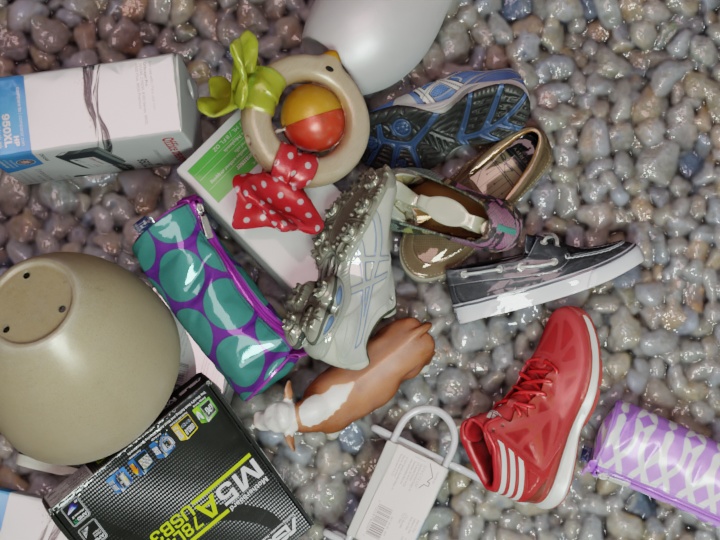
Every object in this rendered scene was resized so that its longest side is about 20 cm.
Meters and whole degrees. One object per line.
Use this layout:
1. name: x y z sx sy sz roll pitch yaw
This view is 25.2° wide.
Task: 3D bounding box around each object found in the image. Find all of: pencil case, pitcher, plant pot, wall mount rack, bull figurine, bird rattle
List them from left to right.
1. plant pot: -0.281 0.061 1.505 0.198 0.135 0.202 -6 59 11
2. pencil case: -0.136 0.024 1.557 0.092 0.085 0.201 -41 84 35
3. bird rattle: -0.063 -0.134 1.544 0.162 0.113 0.202 -20 78 -21
4. bull figurine: -0.009 0.115 1.587 0.199 0.121 0.066 -31 80 -2
5. pitcher: 0.019 -0.288 1.660 0.171 0.122 0.200 37 74 29
6. wall mount rack: 0.064 0.242 1.591 0.172 0.075 0.202 25 84 10
7. pencil case: 0.316 0.199 1.572 0.198 0.084 0.086 22 49 8

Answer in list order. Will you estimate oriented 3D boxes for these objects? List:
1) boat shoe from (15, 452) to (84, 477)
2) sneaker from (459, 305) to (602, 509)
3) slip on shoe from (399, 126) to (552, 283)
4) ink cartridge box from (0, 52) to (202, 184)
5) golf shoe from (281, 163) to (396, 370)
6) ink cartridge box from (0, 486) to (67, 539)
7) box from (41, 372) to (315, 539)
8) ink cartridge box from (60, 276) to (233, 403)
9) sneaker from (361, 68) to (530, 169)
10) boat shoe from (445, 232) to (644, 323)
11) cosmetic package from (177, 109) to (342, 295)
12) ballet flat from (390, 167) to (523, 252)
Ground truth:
1. boat shoe: -0.246 0.184 1.616 0.197 0.073 0.063 10 82 6
2. sneaker: 0.165 0.126 1.572 0.115 0.078 0.203 15 79 -35
3. slip on shoe: 0.116 -0.070 1.638 0.200 0.061 0.076 -40 81 -3
4. ink cartridge box: -0.267 -0.151 1.631 0.197 0.145 0.085 -8 82 3
5. golf shoe: 0.000 0.000 1.543 0.097 0.078 0.202 33 71 -29
6. ink cartridge box: -0.295 0.289 1.605 0.197 0.068 0.118 10 82 5
7. box: -0.174 0.235 1.560 0.199 0.047 0.194 -38 109 -12
8. ink cartridge box: -0.219 0.071 1.633 0.198 0.067 0.117 15 81 6
9. sneaker: 0.081 -0.156 1.655 0.198 0.077 0.076 -11 119 16
10. boat shoe: 0.183 -0.006 1.618 0.198 0.072 0.069 -16 94 8
11. cosmetic package: -0.077 -0.058 1.629 0.200 0.085 0.108 44 83 9
12. ballet flat: 0.067 -0.065 1.592 0.198 0.071 0.070 18 90 37
